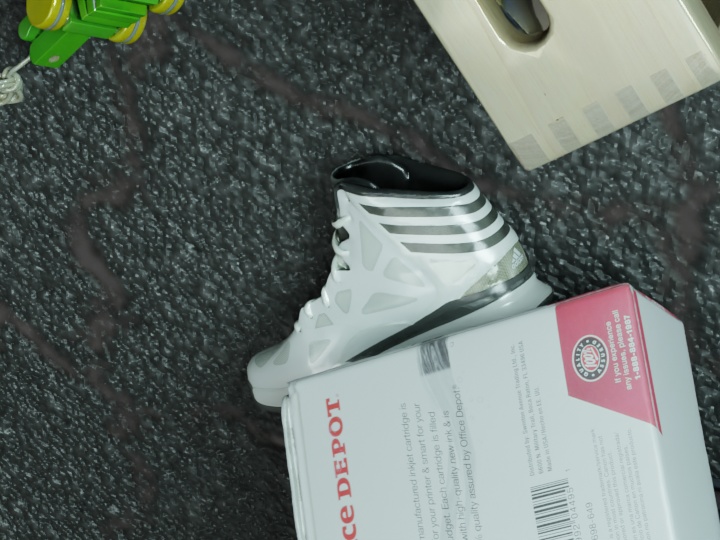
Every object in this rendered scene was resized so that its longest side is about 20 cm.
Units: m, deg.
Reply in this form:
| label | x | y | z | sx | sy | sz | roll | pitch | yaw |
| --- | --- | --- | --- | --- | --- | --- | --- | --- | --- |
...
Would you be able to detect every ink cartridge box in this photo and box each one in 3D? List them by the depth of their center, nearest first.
| label | x | y | z | sx | sy | sz | roll | pitch | yaw |
| --- | --- | --- | --- | --- | --- | --- | --- | --- | --- |
| ink cartridge box | 0.070 | 0.107 | 1.119 | 0.199 | 0.146 | 0.085 | -16 | 159 | 24 |

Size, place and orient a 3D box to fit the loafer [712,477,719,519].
| label | x | y | z | sx | sy | sz | roll | pitch | yaw |
| --- | --- | --- | --- | --- | --- | --- | --- | --- | --- |
| loafer | 0.198 | 0.156 | 1.188 | 0.199 | 0.063 | 0.072 | 6 | 126 | 32 |

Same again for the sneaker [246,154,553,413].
| label | x | y | z | sx | sy | sz | roll | pitch | yaw |
| --- | --- | --- | --- | --- | --- | --- | --- | --- | --- |
| sneaker | 0.000 | 0.000 | 1.207 | 0.200 | 0.076 | 0.116 | -22 | 101 | 36 |

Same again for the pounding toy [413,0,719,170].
| label | x | y | z | sx | sy | sz | roll | pitch | yaw |
| --- | --- | --- | --- | --- | --- | --- | --- | --- | --- |
| pounding toy | 0.065 | -0.174 | 0.944 | 0.142 | 0.184 | 0.200 | -25 | 108 | 32 |

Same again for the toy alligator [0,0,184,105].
| label | x | y | z | sx | sy | sz | roll | pitch | yaw |
| --- | --- | --- | --- | --- | --- | --- | --- | --- | --- |
| toy alligator | -0.152 | -0.148 | 1.198 | 0.200 | 0.059 | 0.055 | -26 | 65 | 46 |
